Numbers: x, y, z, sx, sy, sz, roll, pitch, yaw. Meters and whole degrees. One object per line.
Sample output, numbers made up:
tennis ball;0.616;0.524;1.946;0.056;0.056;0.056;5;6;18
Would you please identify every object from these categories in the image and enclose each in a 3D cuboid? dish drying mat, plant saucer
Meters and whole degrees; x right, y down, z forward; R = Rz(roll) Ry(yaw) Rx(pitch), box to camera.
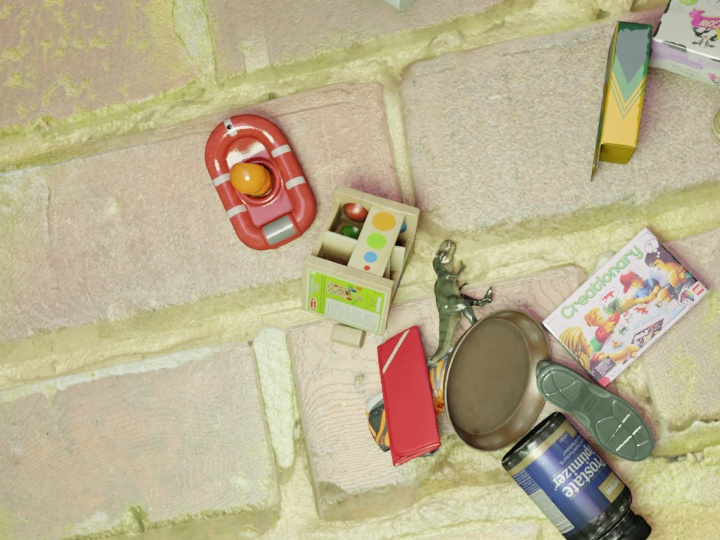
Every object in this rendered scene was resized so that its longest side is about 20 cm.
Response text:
dish drying mat;0.063;0.169;1.407;0.077;0.018;0.200;-28;43;21
plant saucer;0.183;0.149;1.407;0.034;0.200;0.201;13;86;52

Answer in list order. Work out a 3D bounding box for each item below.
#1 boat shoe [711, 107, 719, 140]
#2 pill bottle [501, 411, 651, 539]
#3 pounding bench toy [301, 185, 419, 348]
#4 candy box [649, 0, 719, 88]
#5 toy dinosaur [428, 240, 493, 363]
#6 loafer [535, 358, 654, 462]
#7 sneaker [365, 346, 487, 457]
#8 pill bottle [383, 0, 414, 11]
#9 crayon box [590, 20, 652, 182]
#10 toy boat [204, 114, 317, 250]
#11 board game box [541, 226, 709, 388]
boat shoe;0.579;-0.246;1.410;0.200;0.076;0.072;-33;83;6
pill bottle;0.295;0.300;1.391;0.112;0.112;0.200;-42;81;3
pounding bench toy;0.000;0.000;1.462;0.124;0.200;0.156;17;57;7
candy box;0.511;-0.352;1.401;0.167;0.072;0.200;23;75;17
toy dinosaur;0.143;0.051;1.448;0.088;0.048;0.201;3;55;2
loafer;0.325;0.186;1.417;0.200;0.063;0.072;38;103;-11
sneaker;0.105;0.192;1.425;0.200;0.078;0.112;-36;42;14
pill bottle;0.001;-0.472;1.500;0.200;0.110;0.110;35;91;10
crayon box;0.361;-0.227;1.417;0.051;0.126;0.201;9;87;9
toy boat;-0.153;-0.133;1.484;0.130;0.131;0.200;-26;82;5
board game box;0.370;0.052;1.439;0.200;0.035;0.126;-44;80;3
